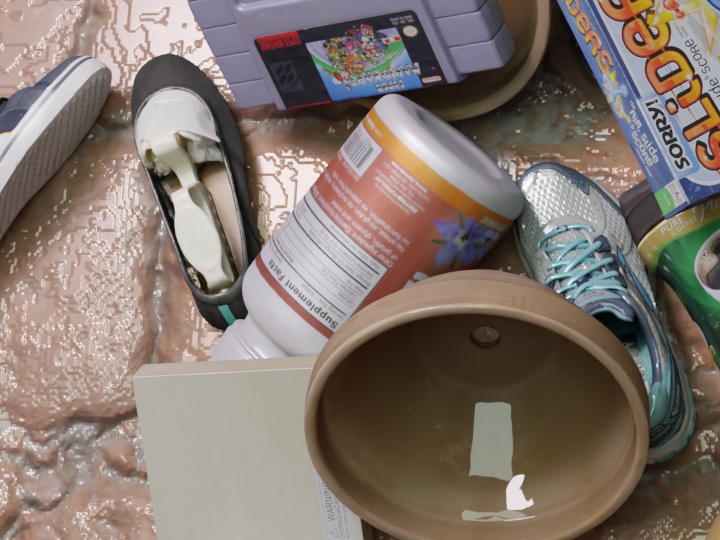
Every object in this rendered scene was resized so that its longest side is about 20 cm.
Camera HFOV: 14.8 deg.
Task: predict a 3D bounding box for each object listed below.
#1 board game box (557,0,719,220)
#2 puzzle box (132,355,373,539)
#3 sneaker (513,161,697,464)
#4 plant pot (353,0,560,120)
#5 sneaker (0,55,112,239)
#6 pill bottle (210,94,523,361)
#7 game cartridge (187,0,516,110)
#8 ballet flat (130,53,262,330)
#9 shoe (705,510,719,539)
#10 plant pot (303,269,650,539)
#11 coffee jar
[{"bbox_3d":[0.194,-0.146,1.630,0.135,0.034,0.200,-24,83,-23],"label":"board game box"},{"bbox_3d":[-0.061,0.151,1.692,0.133,0.025,0.201,-3,107,14],"label":"puzzle box"},{"bbox_3d":[0.148,0.017,1.684,0.077,0.086,0.200,-27,72,7],"label":"sneaker"},{"bbox_3d":[0.039,-0.201,1.731,0.200,0.201,0.093,14,43,18],"label":"plant pot"},{"bbox_3d":[-0.249,-0.073,1.818,0.079,0.078,0.200,39,91,14],"label":"sneaker"},{"bbox_3d":[0.000,0.000,1.708,0.112,0.112,0.200,42,103,20],"label":"pill bottle"},{"bbox_3d":[-0.014,-0.165,1.694,0.200,0.038,0.130,-7,118,34],"label":"game cartridge"},{"bbox_3d":[-0.105,-0.058,1.780,0.068,0.068,0.200,-25,72,10],"label":"ballet flat"},{"bbox_3d":[0.268,0.133,1.597,0.200,0.070,0.053,-51,41,32],"label":"shoe"},{"bbox_3d":[0.069,0.066,1.618,0.200,0.201,0.093,-8,39,13],"label":"plant pot"},{"bbox_3d":[0.242,0.014,1.660,0.104,0.085,0.200,-33,72,11],"label":"coffee jar"}]
